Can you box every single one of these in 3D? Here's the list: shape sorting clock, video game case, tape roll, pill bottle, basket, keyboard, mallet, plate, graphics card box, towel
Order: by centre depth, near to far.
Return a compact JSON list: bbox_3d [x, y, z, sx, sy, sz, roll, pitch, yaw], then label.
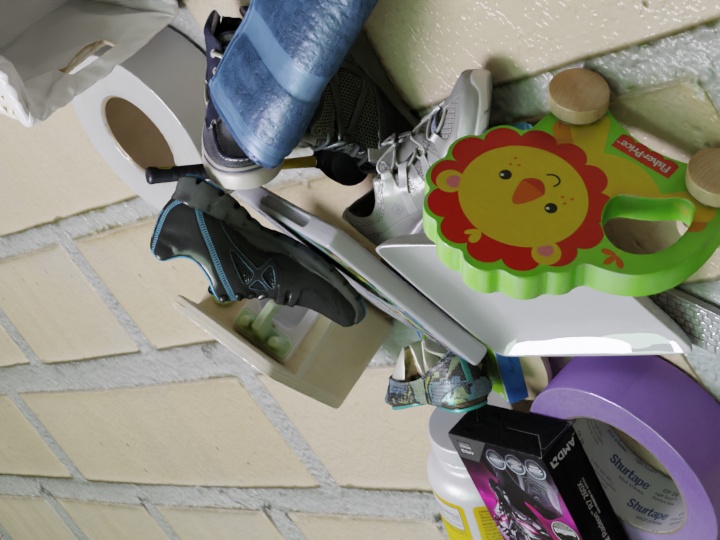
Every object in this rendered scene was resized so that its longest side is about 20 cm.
[{"bbox_3d":[-0.055,-0.187,1.444,0.200,0.048,0.112,-58,47,31],"label":"towel"},{"bbox_3d":[0.286,0.051,1.447,0.200,0.011,0.056,27,147,34],"label":"keyboard"},{"bbox_3d":[0.145,0.014,1.473,0.199,0.032,0.200,-4,149,40],"label":"plate"},{"bbox_3d":[0.246,0.160,1.591,0.200,0.066,0.201,34,149,23],"label":"tape roll"},{"bbox_3d":[-0.087,-0.090,1.593,0.066,0.199,0.041,-148,53,-60],"label":"mallet"},{"bbox_3d":[0.000,0.000,1.601,0.200,0.022,0.182,39,175,-33],"label":"video game case"},{"bbox_3d":[0.172,0.216,1.648,0.125,0.051,0.201,11,136,49],"label":"graphics card box"},{"bbox_3d":[-0.314,-0.272,1.668,0.161,0.198,0.201,16,141,48],"label":"basket"},{"bbox_3d":[0.098,0.045,1.673,0.200,0.039,0.200,42,163,16],"label":"shape sorting clock"},{"bbox_3d":[0.129,0.215,1.778,0.112,0.112,0.201,22,144,39],"label":"pill bottle"},{"bbox_3d":[-0.197,-0.149,1.802,0.202,0.071,0.203,34,150,23],"label":"tape roll"}]

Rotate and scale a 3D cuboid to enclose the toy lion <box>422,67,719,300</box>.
[{"bbox_3d":[0.153,-0.045,1.310,0.200,0.192,0.069,33,150,24],"label":"toy lion"}]

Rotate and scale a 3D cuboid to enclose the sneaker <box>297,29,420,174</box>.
[{"bbox_3d":[-0.010,-0.112,1.542,0.076,0.114,0.200,3,132,56],"label":"sneaker"}]

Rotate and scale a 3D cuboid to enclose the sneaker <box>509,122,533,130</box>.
[{"bbox_3d":[0.124,-0.054,1.484,0.081,0.077,0.200,31,154,-3],"label":"sneaker"}]

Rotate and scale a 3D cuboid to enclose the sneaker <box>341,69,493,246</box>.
[{"bbox_3d":[0.047,-0.086,1.470,0.082,0.075,0.200,22,128,-8],"label":"sneaker"}]

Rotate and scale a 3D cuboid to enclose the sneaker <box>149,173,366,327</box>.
[{"bbox_3d":[-0.088,0.000,1.561,0.200,0.082,0.073,33,178,-7],"label":"sneaker"}]

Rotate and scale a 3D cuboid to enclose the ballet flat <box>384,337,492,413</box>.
[{"bbox_3d":[0.069,0.095,1.705,0.074,0.074,0.200,52,161,-10],"label":"ballet flat"}]

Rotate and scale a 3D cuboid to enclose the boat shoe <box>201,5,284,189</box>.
[{"bbox_3d":[-0.110,-0.155,1.573,0.200,0.074,0.093,-103,3,-57],"label":"boat shoe"}]

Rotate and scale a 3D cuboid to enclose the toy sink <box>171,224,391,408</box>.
[{"bbox_3d":[-0.071,0.040,1.758,0.130,0.112,0.200,34,180,24],"label":"toy sink"}]
